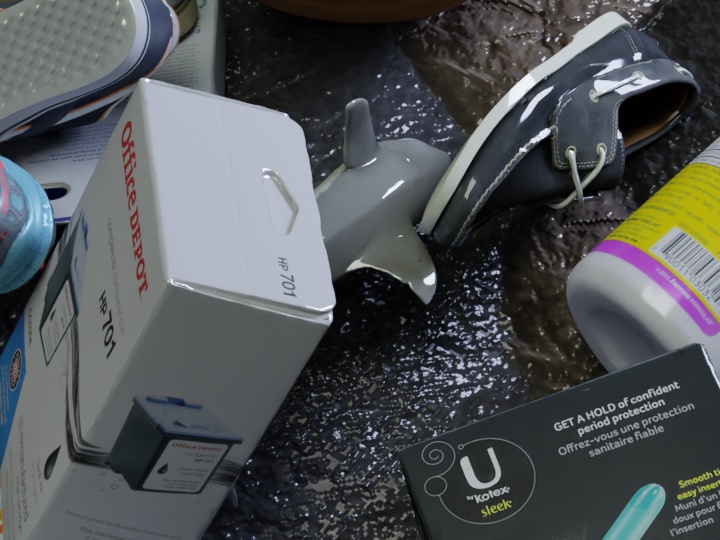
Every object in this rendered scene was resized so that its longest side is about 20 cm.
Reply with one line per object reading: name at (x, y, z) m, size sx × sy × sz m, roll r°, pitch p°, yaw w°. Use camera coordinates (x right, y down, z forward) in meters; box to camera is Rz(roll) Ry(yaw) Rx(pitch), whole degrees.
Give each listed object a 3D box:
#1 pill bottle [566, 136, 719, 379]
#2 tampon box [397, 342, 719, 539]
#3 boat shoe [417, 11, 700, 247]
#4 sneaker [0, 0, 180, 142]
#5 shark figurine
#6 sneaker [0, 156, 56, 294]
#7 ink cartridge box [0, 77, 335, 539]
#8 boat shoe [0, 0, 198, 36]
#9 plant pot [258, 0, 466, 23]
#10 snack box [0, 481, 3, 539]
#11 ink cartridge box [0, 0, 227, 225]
pill bottle at (0.202, -0.021, 1.331) m, size 0.200 × 0.104 × 0.104 m, roll -40°, pitch 58°, yaw -16°
tampon box at (0.122, 0.163, 1.211) m, size 0.150 × 0.126 × 0.200 m, roll -19°, pitch 54°, yaw -2°
boat shoe at (0.101, -0.064, 1.375) m, size 0.068 × 0.072 × 0.200 m, roll 40°, pitch 45°, yaw 12°
sneaker at (-0.184, -0.099, 1.405) m, size 0.200 × 0.079 × 0.079 m, roll -11°, pitch 87°, yaw 22°
shark figurine at (-0.012, 0.007, 1.350) m, size 0.089 × 0.128 × 0.215 m, roll 37°, pitch 71°, yaw 17°
sneaker at (-0.241, -0.061, 1.331) m, size 0.200 × 0.096 × 0.079 m, roll 25°, pitch 87°, yaw 26°
ink cartridge box at (-0.097, 0.035, 1.280) m, size 0.086 × 0.200 × 0.147 m, roll 13°, pitch 38°, yaw -21°
boat shoe at (-0.191, -0.150, 1.466) m, size 0.200 × 0.068 × 0.075 m, roll -11°, pitch 40°, yaw 3°
plant pot at (0.001, -0.221, 1.467) m, size 0.200 × 0.200 × 0.140 m, roll -2°, pitch 73°, yaw 10°
snack box at (-0.187, 0.145, 1.341) m, size 0.116 × 0.037 × 0.200 m, roll -29°, pitch 56°, yaw -9°
ink cartridge box at (-0.171, -0.072, 1.455) m, size 0.196 × 0.043 × 0.200 m, roll -7°, pitch 42°, yaw 6°
